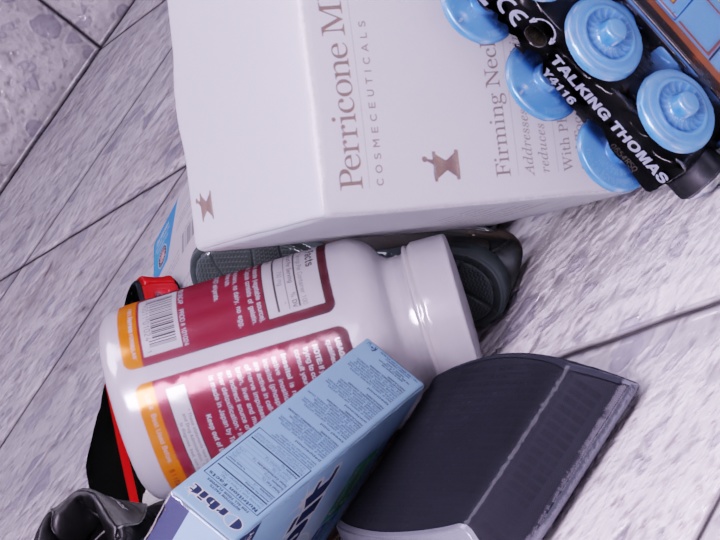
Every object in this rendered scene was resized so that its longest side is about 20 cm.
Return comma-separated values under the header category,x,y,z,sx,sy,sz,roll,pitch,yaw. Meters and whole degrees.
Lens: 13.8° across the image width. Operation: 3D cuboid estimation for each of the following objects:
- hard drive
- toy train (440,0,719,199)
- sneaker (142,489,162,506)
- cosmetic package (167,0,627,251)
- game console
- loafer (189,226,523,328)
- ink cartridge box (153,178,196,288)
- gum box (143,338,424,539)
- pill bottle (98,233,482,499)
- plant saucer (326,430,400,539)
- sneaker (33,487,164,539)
category,x,y,z,sx,sy,sz,roll,pitch,yaw
hard drive,0.057,0.100,1.509,0.135,0.042,0.200,-56,14,-15
toy train,0.129,-0.130,1.549,0.114,0.200,0.087,-48,9,-35
sneaker,-0.103,0.111,1.764,0.200,0.092,0.076,-51,13,7
cosmetic package,0.020,-0.107,1.632,0.166,0.200,0.168,-12,85,62
game console,-0.140,0.116,1.948,0.200,0.031,0.177,-109,30,-57
loafer,0.000,0.000,1.757,0.200,0.072,0.063,4,28,22
ink cartridge box,-0.092,0.037,1.991,0.116,0.067,0.200,123,152,-49
gum box,-0.064,0.142,1.545,0.200,0.045,0.170,-35,-19,-54
pill bottle,-0.036,0.049,1.663,0.200,0.113,0.113,-17,19,5
plant saucer,-0.014,0.096,1.779,0.200,0.034,0.200,-47,14,16
sneaker,-0.132,0.154,1.635,0.066,0.091,0.200,1,19,21
